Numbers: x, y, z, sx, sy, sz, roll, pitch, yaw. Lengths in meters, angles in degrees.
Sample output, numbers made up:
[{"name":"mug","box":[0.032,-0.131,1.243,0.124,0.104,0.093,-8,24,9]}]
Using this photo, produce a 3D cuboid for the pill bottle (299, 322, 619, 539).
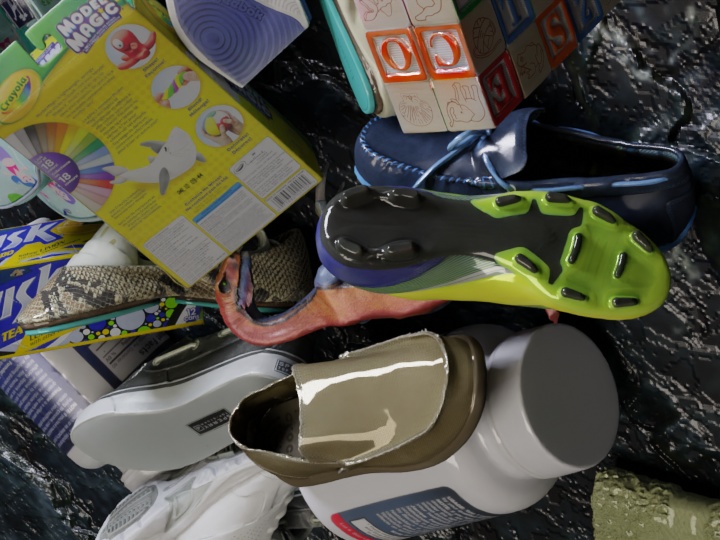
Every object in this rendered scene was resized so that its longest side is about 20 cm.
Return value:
[{"name":"pill bottle","box":[0.061,0.099,1.405,0.199,0.120,0.120,-19,109,45]}]

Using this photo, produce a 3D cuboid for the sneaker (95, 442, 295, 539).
[{"name":"sneaker","box":[-0.081,0.162,1.523,0.200,0.078,0.099,-34,112,20]}]

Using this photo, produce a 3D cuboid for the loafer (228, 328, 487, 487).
[{"name":"loafer","box":[-0.005,0.087,1.339,0.200,0.067,0.077,-27,60,43]}]

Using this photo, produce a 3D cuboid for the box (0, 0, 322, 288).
[{"name":"box","box":[-0.130,-0.087,1.325,0.117,0.048,0.200,-38,129,14]}]

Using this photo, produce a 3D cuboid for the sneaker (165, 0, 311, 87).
[{"name":"sneaker","box":[-0.100,-0.214,1.297,0.080,0.115,0.200,-35,108,24]}]

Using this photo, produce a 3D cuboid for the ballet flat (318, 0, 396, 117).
[{"name":"ballet flat","box":[-0.010,-0.186,1.277,0.069,0.069,0.201,-20,99,46]}]

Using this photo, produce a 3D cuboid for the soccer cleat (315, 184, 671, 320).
[{"name":"soccer cleat","box":[0.074,-0.009,1.253,0.199,0.065,0.084,9,165,3]}]

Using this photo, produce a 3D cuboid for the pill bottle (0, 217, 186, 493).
[{"name":"pill bottle","box":[-0.193,0.068,1.590,0.200,0.111,0.111,45,138,0]}]

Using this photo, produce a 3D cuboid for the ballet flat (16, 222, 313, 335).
[{"name":"ballet flat","box":[-0.127,-0.003,1.446,0.068,0.199,0.076,-176,82,-70]}]

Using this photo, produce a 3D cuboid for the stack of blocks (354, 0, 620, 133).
[{"name":"stack of blocks","box":[0.076,-0.168,1.119,0.058,0.200,0.116,0,123,39]}]

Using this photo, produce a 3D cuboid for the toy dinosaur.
[{"name":"toy dinosaur","box":[0.000,0.000,1.349,0.181,0.200,0.105,-34,116,4]}]

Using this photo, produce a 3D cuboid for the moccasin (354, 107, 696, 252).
[{"name":"moccasin","box":[0.095,-0.068,1.275,0.199,0.081,0.068,8,139,9]}]

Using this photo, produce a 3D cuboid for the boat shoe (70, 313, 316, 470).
[{"name":"boat shoe","box":[-0.108,0.080,1.485,0.199,0.064,0.071,-19,133,33]}]

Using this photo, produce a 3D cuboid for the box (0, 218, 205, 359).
[{"name":"box","box":[-0.209,0.010,1.495,0.064,0.199,0.070,-121,23,-63]}]

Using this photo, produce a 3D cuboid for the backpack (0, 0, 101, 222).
[{"name":"backpack","box":[-0.202,-0.123,1.424,0.200,0.151,0.177,47,149,-14]}]

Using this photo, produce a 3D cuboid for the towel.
[{"name":"towel","box":[0.219,0.217,1.434,0.148,0.036,0.201,11,129,33]}]

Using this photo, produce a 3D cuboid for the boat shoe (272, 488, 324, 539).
[{"name":"boat shoe","box":[-0.058,0.164,1.586,0.199,0.072,0.071,-14,108,42]}]
